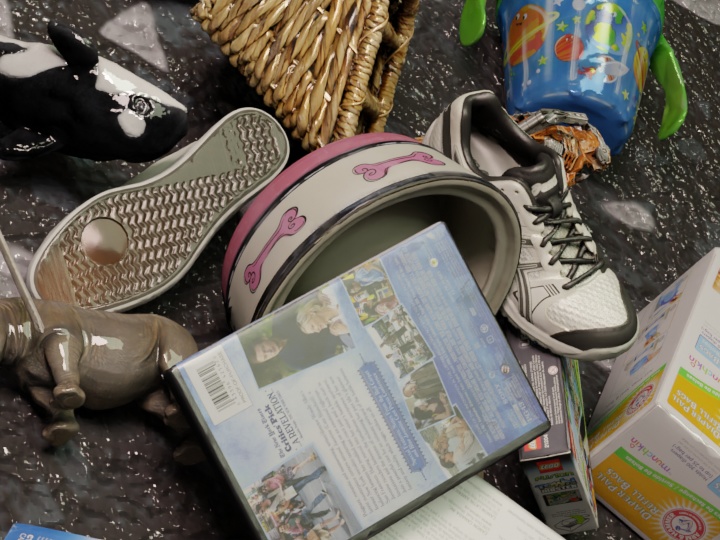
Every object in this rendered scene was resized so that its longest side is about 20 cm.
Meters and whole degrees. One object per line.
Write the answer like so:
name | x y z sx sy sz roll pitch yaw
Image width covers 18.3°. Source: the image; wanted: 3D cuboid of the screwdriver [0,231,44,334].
screwdriver | -0.214 -0.032 1.320 0.200 0.029 0.028 52 -8 41

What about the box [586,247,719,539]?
box | 0.243 0.097 1.607 0.112 0.101 0.200 40 39 -6

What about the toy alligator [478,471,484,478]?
toy alligator | 0.063 0.054 1.526 0.054 0.059 0.201 4 65 4

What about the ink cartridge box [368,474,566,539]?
ink cartridge box | 0.016 0.204 1.335 0.162 0.057 0.200 36 70 -12

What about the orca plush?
orca plush | -0.209 -0.106 1.373 0.199 0.105 0.071 30 59 -3

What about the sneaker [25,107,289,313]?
sneaker | -0.132 -0.024 1.411 0.200 0.085 0.073 -36 92 -30

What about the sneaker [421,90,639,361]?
sneaker | 0.112 -0.029 1.457 0.076 0.088 0.200 -34 76 -29

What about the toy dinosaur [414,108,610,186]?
toy dinosaur | 0.085 -0.079 1.590 0.199 0.136 0.103 21 46 -28

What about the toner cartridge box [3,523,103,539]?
toner cartridge box | -0.172 0.217 1.138 0.095 0.043 0.200 10 39 12

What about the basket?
basket | -0.006 -0.155 1.512 0.149 0.143 0.200 49 3 4

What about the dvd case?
dvd case | 0.001 0.077 1.316 0.199 0.018 0.143 -28 91 -23

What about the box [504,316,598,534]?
box | 0.126 0.066 1.523 0.110 0.035 0.201 65 18 -54

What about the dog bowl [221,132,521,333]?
dog bowl | 0.000 0.000 1.411 0.200 0.201 0.074 1 38 -42

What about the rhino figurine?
rhino figurine | -0.175 0.053 1.301 0.199 0.060 0.088 14 42 -31

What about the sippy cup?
sippy cup | 0.167 -0.158 1.749 0.177 0.140 0.131 3 57 8
